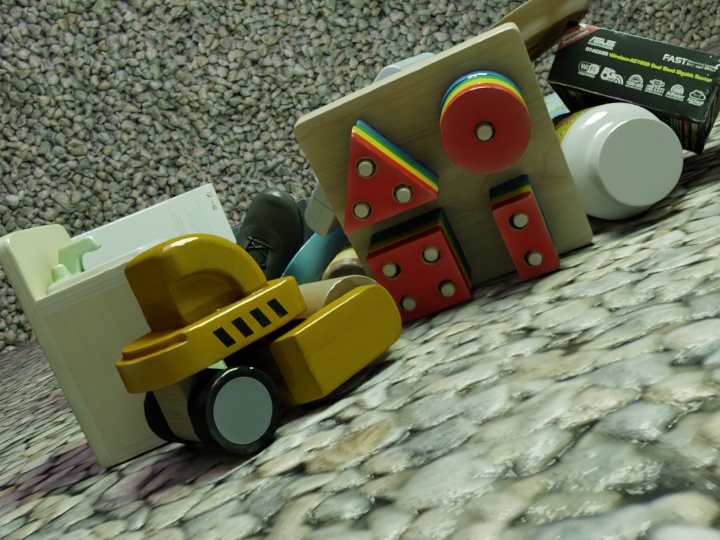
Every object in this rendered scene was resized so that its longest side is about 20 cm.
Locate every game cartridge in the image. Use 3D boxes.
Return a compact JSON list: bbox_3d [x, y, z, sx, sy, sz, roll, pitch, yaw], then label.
[{"bbox_3d":[0.011,-0.133,0.791,0.201,0.041,0.133,-58,-12,30],"label":"game cartridge"}]

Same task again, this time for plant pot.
[{"bbox_3d":[0.153,-0.222,0.757,0.199,0.028,0.200,-32,-1,-1],"label":"plant pot"}]

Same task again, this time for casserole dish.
[{"bbox_3d":[-0.041,-0.016,0.910,0.200,0.039,0.121,-49,-8,-43],"label":"casserole dish"}]

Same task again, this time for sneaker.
[{"bbox_3d":[-0.119,0.003,0.844,0.075,0.201,0.091,21,25,1],"label":"sneaker"}]

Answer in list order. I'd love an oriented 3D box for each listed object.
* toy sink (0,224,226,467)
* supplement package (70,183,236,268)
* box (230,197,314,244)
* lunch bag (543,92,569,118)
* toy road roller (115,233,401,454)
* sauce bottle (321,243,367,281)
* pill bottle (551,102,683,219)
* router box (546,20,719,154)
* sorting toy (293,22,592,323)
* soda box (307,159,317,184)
[{"bbox_3d":[-0.196,0.038,0.643,0.111,0.202,0.130,-23,7,0],"label":"toy sink"},{"bbox_3d":[-0.265,0.020,0.979,0.199,0.193,0.147,-27,9,-31],"label":"supplement package"},{"bbox_3d":[-0.162,-0.027,1.238,0.199,0.123,0.106,-24,8,-6],"label":"box"},{"bbox_3d":[0.295,-0.199,1.070,0.199,0.129,0.169,-17,3,-41],"label":"lunch bag"},{"bbox_3d":[-0.083,0.033,0.551,0.199,0.147,0.122,-29,10,-35],"label":"toy road roller"},{"bbox_3d":[0.000,0.000,0.818,0.066,0.067,0.200,-21,10,11],"label":"sauce bottle"},{"bbox_3d":[0.229,-0.104,0.714,0.103,0.105,0.200,-23,8,2],"label":"pill bottle"},{"bbox_3d":[0.286,-0.182,0.765,0.149,0.063,0.200,23,9,22],"label":"router box"},{"bbox_3d":[0.070,-0.065,0.621,0.198,0.200,0.070,-20,24,17],"label":"sorting toy"},{"bbox_3d":[-0.020,-0.158,1.137,0.063,0.069,0.200,-20,8,14],"label":"soda box"}]
